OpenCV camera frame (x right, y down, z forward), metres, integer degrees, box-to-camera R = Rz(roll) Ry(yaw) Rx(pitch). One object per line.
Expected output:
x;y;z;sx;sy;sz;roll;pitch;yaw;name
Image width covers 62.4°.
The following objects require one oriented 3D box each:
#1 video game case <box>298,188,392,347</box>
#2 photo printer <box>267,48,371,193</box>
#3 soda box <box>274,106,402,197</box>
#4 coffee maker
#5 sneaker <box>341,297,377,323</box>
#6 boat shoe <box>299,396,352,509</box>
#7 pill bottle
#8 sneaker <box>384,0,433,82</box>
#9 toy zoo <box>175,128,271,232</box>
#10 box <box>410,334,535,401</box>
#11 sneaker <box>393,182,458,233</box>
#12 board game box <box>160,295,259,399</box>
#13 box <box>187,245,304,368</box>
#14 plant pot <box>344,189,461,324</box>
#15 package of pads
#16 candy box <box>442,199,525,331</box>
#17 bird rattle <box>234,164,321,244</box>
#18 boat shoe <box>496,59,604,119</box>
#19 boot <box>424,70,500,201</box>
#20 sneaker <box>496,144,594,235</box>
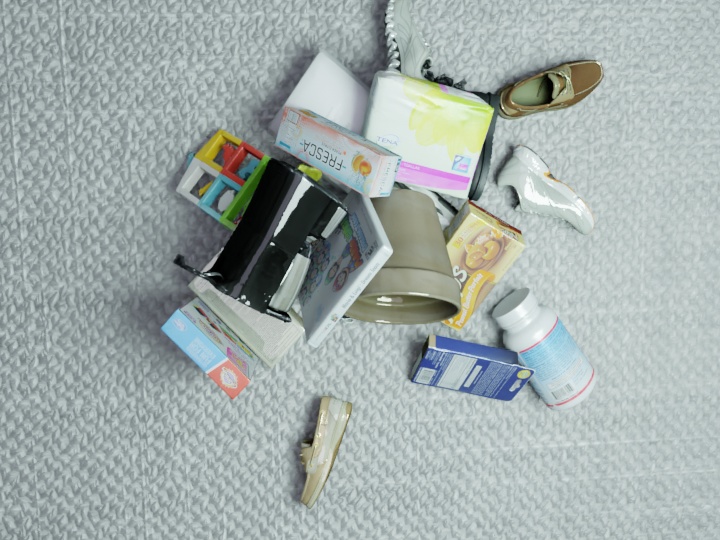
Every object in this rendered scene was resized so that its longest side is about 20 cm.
-0.034;-0.014;0.891;0.023;0.202;0.183;29;111;-27;video game case
-0.035;-0.241;1.009;0.198;0.070;0.168;38;98;-7;photo printer
-0.036;-0.182;0.904;0.197;0.068;0.065;33;114;26;soda box
-0.131;-0.052;0.867;0.133;0.191;0.204;29;91;31;coffee maker
0.000;0.000;1.039;0.128;0.079;0.203;34;83;-17;sneaker
-0.075;0.322;1.069;0.067;0.074;0.206;20;93;6;boat shoe
0.323;0.137;1.057;0.108;0.109;0.202;-37;97;0;pill bottle
0.081;-0.368;0.986;0.078;0.075;0.208;-4;77;14;sneaker
-0.222;-0.153;0.974;0.197;0.020;0.133;32;82;31;toy zoo
0.197;0.176;1.054;0.193;0.033;0.123;13;139;-5;box
0.110;-0.080;1.050;0.199;0.076;0.116;38;104;-4;sneaker
-0.233;0.113;0.967;0.040;0.200;0.153;-43;96;1;board game box
-0.191;0.059;1.025;0.095;0.078;0.200;-43;97;0;box
0.061;-0.023;0.933;0.192;0.201;0.180;3;74;-4;plant pot
0.098;-0.216;0.939;0.193;0.069;0.159;11;114;-9;package of pads
0.175;-0.004;1.014;0.113;0.056;0.202;27;120;-11;candy box
-0.115;-0.076;0.992;0.161;0.112;0.203;35;86;-12;bird rattle
0.333;-0.313;1.032;0.194;0.074;0.078;-21;97;-2;boat shoe
0.149;-0.234;1.027;0.157;0.073;0.206;10;88;-7;boot
0.324;-0.123;1.058;0.199;0.076;0.092;43;99;1;sneaker
